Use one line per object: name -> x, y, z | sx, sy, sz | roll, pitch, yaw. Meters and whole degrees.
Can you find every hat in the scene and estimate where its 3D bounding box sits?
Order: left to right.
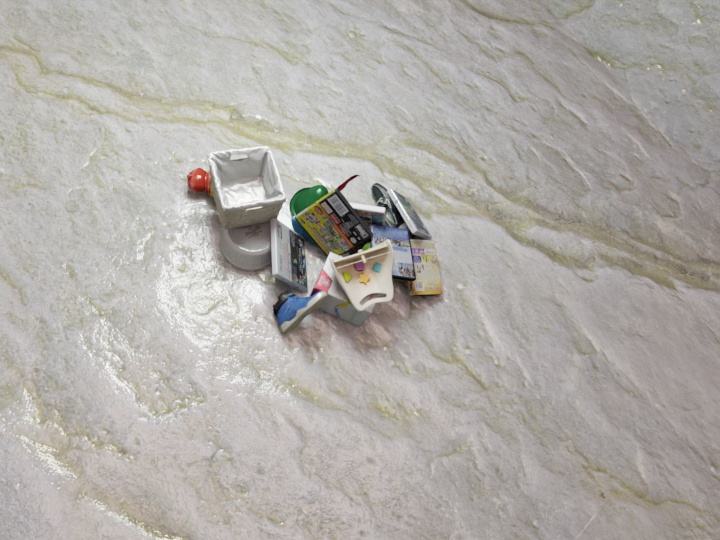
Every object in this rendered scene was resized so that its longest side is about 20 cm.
hat -> -0.143, -0.271, 1.770 | 0.166, 0.176, 0.200 | 38, 61, 3

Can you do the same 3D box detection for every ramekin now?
ramekin -> -0.359, -0.109, 1.669 | 0.200, 0.105, 0.200 | 6, 64, -13

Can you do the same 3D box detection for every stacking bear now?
stacking bear -> -0.483, -0.298, 1.721 | 0.200, 0.121, 0.114 | 5, 75, -12

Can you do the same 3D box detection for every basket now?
basket -> -0.359, -0.256, 1.580 | 0.198, 0.161, 0.200 | -13, 75, -22

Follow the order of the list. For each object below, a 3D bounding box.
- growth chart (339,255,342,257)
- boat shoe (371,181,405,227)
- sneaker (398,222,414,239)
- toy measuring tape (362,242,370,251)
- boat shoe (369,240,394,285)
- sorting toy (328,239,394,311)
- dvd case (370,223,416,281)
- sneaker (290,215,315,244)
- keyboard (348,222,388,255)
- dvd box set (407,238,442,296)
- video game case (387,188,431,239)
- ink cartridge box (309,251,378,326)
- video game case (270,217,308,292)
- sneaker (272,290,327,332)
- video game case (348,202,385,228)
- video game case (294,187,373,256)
growth chart -> 0.000, 0.000, 1.707 | 0.200, 0.145, 0.018 | 24, 73, -7
boat shoe -> 0.094, -0.240, 1.886 | 0.060, 0.076, 0.200 | -27, 74, -36
sneaker -> 0.161, -0.071, 1.828 | 0.082, 0.077, 0.200 | 29, 71, -32
toy measuring tape -> 0.060, -0.089, 1.803 | 0.074, 0.074, 0.200 | 38, 62, 3
boat shoe -> 0.090, -0.017, 1.741 | 0.062, 0.072, 0.200 | -22, 108, -24
sorting toy -> 0.016, 0.025, 1.561 | 0.200, 0.107, 0.180 | -17, 82, -16
dvd case -> 0.107, -0.061, 1.689 | 0.143, 0.018, 0.200 | 8, 57, -21
sneaker -> -0.148, -0.140, 1.768 | 0.200, 0.077, 0.081 | 29, 62, -13
keyboard -> 0.011, -0.137, 1.844 | 0.200, 0.021, 0.127 | -35, 79, -28
dvd box set -> 0.218, -0.010, 1.790 | 0.146, 0.029, 0.200 | 0, 77, -39
video game case -> 0.181, -0.200, 1.839 | 0.023, 0.200, 0.182 | -35, 74, 18
ink cartridge box -> -0.048, 0.065, 1.656 | 0.200, 0.145, 0.145 | 25, 60, -4
video game case -> -0.231, -0.048, 1.655 | 0.023, 0.182, 0.200 | -17, 64, 22
sneaker -> -0.197, 0.096, 1.581 | 0.077, 0.200, 0.111 | -8, 61, -58
video game case -> -0.016, -0.179, 1.735 | 0.200, 0.182, 0.024 | 10, 70, 5
video game case -> -0.088, -0.147, 1.678 | 0.200, 0.181, 0.026 | 50, 26, -20
